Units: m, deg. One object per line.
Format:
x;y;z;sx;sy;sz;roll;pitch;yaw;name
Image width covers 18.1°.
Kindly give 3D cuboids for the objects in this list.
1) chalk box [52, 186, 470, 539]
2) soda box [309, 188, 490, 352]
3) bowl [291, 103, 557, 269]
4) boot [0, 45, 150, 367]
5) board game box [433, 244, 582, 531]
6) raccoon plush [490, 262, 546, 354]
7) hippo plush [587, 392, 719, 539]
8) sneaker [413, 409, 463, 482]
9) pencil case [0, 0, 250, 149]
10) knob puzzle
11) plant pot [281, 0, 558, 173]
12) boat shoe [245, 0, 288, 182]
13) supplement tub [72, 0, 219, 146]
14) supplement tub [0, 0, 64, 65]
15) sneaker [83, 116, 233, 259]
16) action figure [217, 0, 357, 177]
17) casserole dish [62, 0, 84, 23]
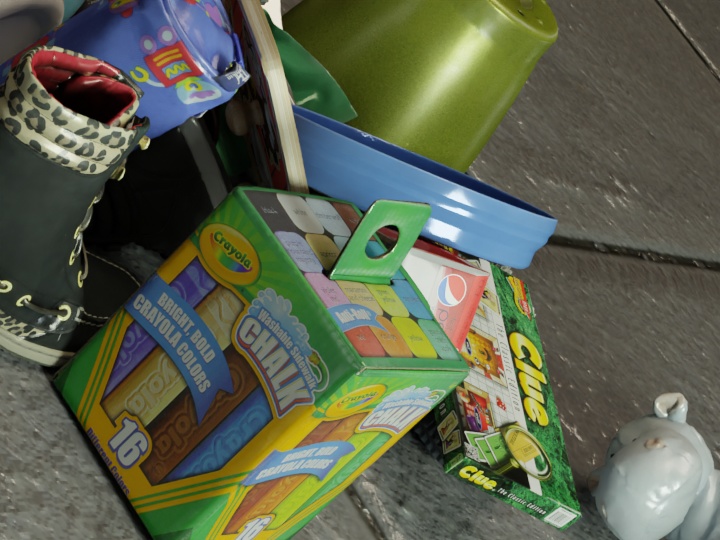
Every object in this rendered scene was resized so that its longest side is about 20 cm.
-0.036;0.040;1.184;0.124;0.200;0.125;55;23;21;chalk box
0.000;0.000;1.383;0.063;0.070;0.200;17;7;-27;soda box
0.025;-0.054;1.420;0.200;0.039;0.201;23;5;-2;bowl
-0.148;-0.029;1.160;0.203;0.154;0.074;17;36;-50;boot
0.081;0.065;1.434;0.105;0.023;0.200;31;34;-35;board game box
0.036;0.024;1.551;0.199;0.097;0.134;6;51;-25;raccoon plush
0.251;0.157;1.569;0.161;0.159;0.200;48;22;3;hippo plush
0.046;0.061;1.497;0.200;0.066;0.078;54;14;15;sneaker
-0.150;-0.088;1.208;0.087;0.200;0.078;43;29;-37;pencil case
-0.066;-0.096;1.275;0.220;0.030;0.220;165;-90;-82;knob puzzle
0.036;-0.156;1.673;0.200;0.193;0.201;38;23;-20;plant pot
-0.089;-0.154;1.579;0.072;0.068;0.201;125;-38;-75;boat shoe
-0.151;-0.140;1.417;0.107;0.107;0.200;32;26;-32;supplement tub
-0.267;-0.188;1.263;0.200;0.123;0.122;51;22;12;supplement tub
-0.122;-0.029;1.337;0.200;0.099;0.071;70;0;-49;sneaker
-0.097;-0.170;1.523;0.118;0.055;0.200;-24;77;-26;action figure
-0.200;-0.201;1.394;0.200;0.121;0.039;-66;147;-42;casserole dish
